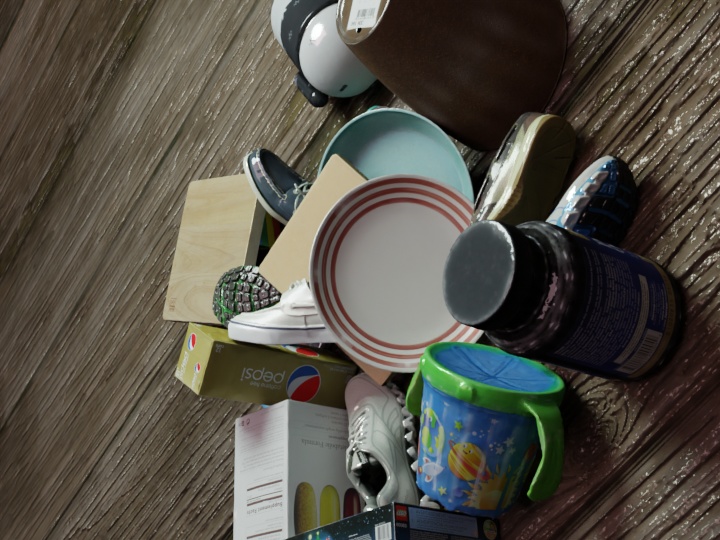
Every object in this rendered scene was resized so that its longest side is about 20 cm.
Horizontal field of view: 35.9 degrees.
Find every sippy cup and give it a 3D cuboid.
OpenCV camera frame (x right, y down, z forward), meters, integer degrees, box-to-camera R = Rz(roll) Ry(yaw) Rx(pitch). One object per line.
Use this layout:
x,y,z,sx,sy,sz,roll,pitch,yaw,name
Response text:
0.110,0.150,1.031,0.178,0.137,0.133,-79,0,-78,sippy cup

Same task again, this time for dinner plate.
0.045,0.003,1.132,0.024,0.197,0.204,121,159,-81,dinner plate

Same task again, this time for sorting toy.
-0.178,-0.022,1.521,0.199,0.069,0.202,0,77,54,sorting toy

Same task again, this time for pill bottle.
0.168,0.023,0.928,0.111,0.198,0.114,-24,59,46,pill bottle

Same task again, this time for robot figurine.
-0.038,-0.301,1.395,0.123,0.152,0.201,-26,43,-7,robot figurine

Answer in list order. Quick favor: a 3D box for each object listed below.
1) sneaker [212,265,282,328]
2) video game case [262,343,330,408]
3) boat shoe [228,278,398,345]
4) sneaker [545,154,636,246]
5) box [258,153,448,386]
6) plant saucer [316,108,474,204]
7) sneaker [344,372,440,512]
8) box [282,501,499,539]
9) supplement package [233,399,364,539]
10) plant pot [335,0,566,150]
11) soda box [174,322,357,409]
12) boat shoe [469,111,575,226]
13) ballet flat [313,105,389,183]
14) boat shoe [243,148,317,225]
-0.084,0.046,1.305,0.197,0.085,0.079,9,81,21,sneaker
-0.083,0.080,1.399,0.143,0.018,0.203,30,102,53,video game case
-0.050,0.041,1.184,0.197,0.071,0.071,-3,90,22,boat shoe
0.181,-0.023,1.040,0.202,0.074,0.087,-63,32,15,sneaker
0.000,0.000,1.209,0.200,0.021,0.164,42,108,17,box
0.042,-0.076,1.216,0.197,0.036,0.204,8,105,30,plant saucer
0.018,0.185,1.175,0.076,0.080,0.201,-54,39,28,sneaker
0.020,0.273,1.088,0.199,0.135,0.038,-30,54,44,box
-0.067,0.260,1.232,0.109,0.113,0.203,-25,59,47,supplement package
0.079,-0.244,1.147,0.186,0.198,0.190,-22,60,47,plant pot
-0.106,0.114,1.262,0.067,0.198,0.065,24,99,53,soda box
0.148,-0.061,1.105,0.202,0.072,0.065,-63,28,7,boat shoe
-0.010,-0.105,1.339,0.201,0.069,0.072,-51,61,28,ballet flat
-0.056,-0.069,1.295,0.201,0.075,0.062,52,130,0,boat shoe
